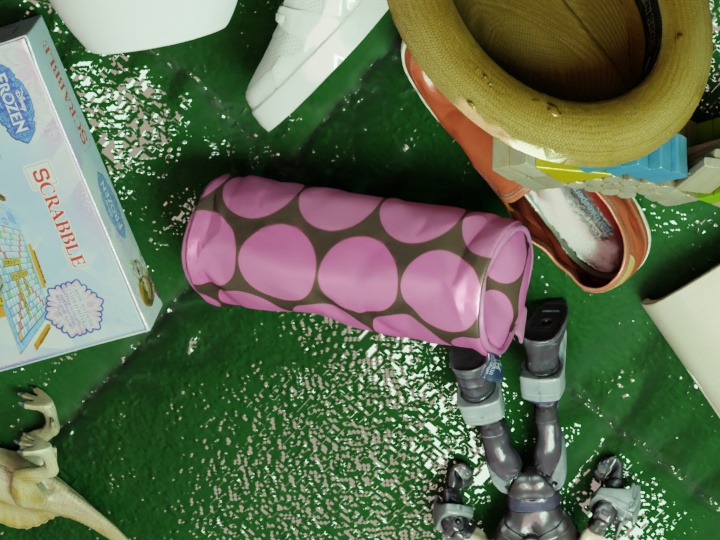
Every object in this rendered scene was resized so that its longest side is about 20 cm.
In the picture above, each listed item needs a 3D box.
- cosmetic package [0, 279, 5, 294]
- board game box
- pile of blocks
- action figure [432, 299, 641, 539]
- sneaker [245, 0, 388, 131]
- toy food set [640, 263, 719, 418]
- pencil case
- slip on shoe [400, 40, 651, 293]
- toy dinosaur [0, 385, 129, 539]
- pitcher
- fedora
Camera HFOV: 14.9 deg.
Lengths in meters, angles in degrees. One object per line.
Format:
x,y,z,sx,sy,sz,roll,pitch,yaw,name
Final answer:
-0.306,0.071,1.671,0.105,0.071,0.200,31,116,-5,cosmetic package
-0.248,-0.032,1.676,0.198,0.041,0.201,-15,112,16,board game box
0.171,-0.077,1.549,0.199,0.082,0.063,6,73,-17,pile of blocks
0.104,0.123,1.678,0.129,0.069,0.201,-6,117,4,action figure
-0.027,-0.185,1.561,0.115,0.074,0.200,38,104,-7,sneaker
0.284,0.028,1.616,0.199,0.060,0.144,-33,95,18,toy food set
0.000,0.000,1.610,0.199,0.094,0.091,13,78,21,pencil case
0.097,-0.068,1.594,0.074,0.061,0.200,-34,103,23,slip on shoe
-0.209,0.131,1.746,0.199,0.058,0.102,17,131,10,toy dinosaur
-0.155,-0.224,1.539,0.170,0.121,0.201,-7,103,17,pitcher
0.091,-0.134,1.489,0.200,0.201,0.082,30,149,-5,fedora
